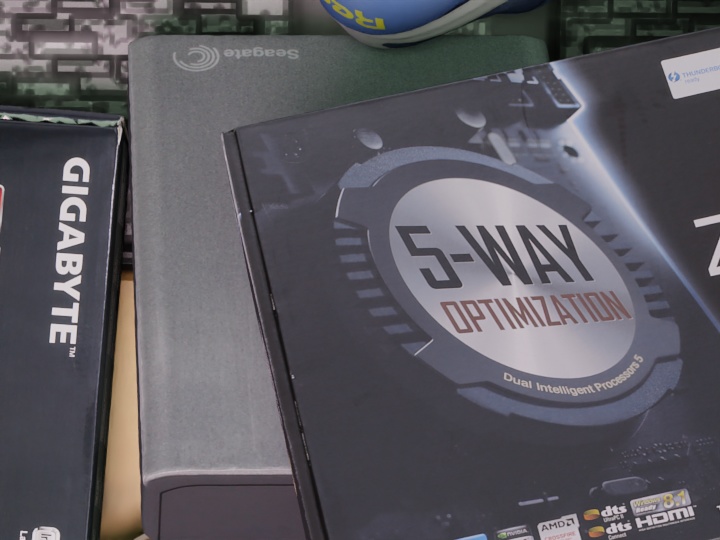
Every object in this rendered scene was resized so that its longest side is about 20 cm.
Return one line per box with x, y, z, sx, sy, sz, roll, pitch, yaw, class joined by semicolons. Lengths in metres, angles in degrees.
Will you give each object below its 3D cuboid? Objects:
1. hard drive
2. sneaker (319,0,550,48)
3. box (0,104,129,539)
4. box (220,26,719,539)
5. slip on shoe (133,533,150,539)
0.000;0.000;0.895;0.139;0.201;0.033;-1;131;-6;hard drive
0.066;-0.135;0.941;0.199;0.082;0.074;-26;69;-12;sneaker
-0.161;0.046;0.949;0.158;0.046;0.201;4;79;0;box
0.074;0.016;0.800;0.199;0.044;0.161;-11;57;-3;box
-0.079;0.143;0.988;0.199;0.061;0.076;-30;68;-11;slip on shoe
